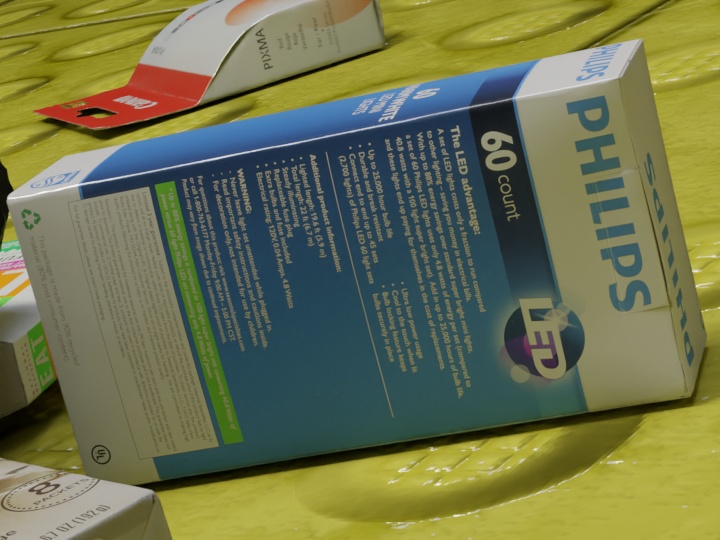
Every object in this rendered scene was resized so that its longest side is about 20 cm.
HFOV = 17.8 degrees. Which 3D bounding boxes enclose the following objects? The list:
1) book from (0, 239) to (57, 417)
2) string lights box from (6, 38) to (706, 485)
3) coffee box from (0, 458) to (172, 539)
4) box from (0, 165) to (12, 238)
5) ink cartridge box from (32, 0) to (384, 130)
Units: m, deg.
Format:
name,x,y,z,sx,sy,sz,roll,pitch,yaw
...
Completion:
name,x,y,z,sx,sy,sz,roll,pitch,yaw
book,-0.163,0.025,0.925,0.133,0.048,0.200,-10,12,13
string lights box,0.000,0.000,0.725,0.199,0.103,0.059,-10,14,16
coffee box,-0.135,0.097,0.539,0.113,0.080,0.200,-27,19,-35
box,-0.237,0.008,0.755,0.199,0.124,0.197,-13,33,9
ink cartridge box,-0.105,-0.144,1.481,0.199,0.050,0.162,-16,14,-20
